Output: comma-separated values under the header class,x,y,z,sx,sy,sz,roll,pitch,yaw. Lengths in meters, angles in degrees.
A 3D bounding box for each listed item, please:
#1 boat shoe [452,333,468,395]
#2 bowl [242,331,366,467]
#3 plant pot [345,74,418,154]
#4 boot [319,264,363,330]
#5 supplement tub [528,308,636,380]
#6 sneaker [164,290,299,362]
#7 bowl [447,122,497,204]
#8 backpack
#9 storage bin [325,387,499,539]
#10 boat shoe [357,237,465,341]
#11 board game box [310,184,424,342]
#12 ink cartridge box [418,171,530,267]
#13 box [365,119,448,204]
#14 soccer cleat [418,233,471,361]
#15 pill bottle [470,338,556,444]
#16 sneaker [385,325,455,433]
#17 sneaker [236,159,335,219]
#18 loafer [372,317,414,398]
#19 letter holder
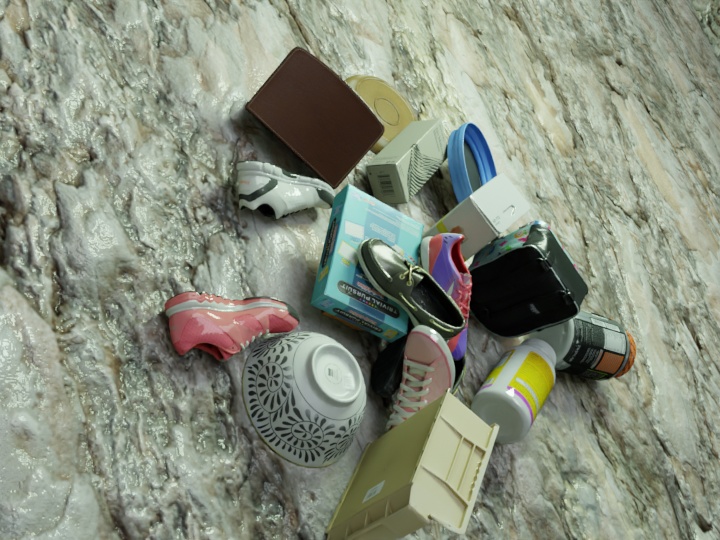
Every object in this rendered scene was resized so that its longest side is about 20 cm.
class,x,y,z,sx,sy,sz,roll,pitch,yaw
boat shoe,0.146,0.150,1.462,0.072,0.060,0.202,45,41,-13
bowl,-0.058,0.162,1.242,0.199,0.094,0.203,23,49,-29
plant pot,0.046,-0.303,1.723,0.198,0.027,0.203,24,48,-30
boot,0.000,0.001,1.428,0.143,0.071,0.204,25,52,-29
supplement tub,0.423,0.139,1.682,0.198,0.122,0.124,17,51,-35
sneaker,-0.175,0.085,1.220,0.197,0.074,0.088,6,67,-32
bowl,0.222,-0.186,1.737,0.200,0.039,0.204,37,47,-54
backpack,0.283,0.019,1.579,0.178,0.199,0.151,51,36,-14
storage bin,0.065,0.289,1.182,0.093,0.200,0.199,41,42,-9
boat shoe,0.078,0.024,1.334,0.202,0.060,0.072,47,51,-7
board game box,0.014,-0.012,1.377,0.149,0.047,0.203,26,56,-22
ink cartridge box,0.179,-0.067,1.543,0.084,0.200,0.145,52,40,2
box,0.090,-0.201,1.633,0.200,0.067,0.083,-50,130,-45
soccer cleat,0.147,0.042,1.404,0.068,0.072,0.204,-11,89,-61
pill bottle,0.269,0.197,1.511,0.105,0.104,0.200,50,41,-2
sneaker,0.085,0.188,1.308,0.104,0.074,0.203,-38,134,-45
sneaker,-0.121,-0.117,1.416,0.198,0.073,0.082,11,84,-44
loafer,0.077,0.134,1.406,0.072,0.072,0.201,45,42,-14
letter holder,-0.070,-0.261,1.476,0.200,0.142,0.101,41,11,-12
